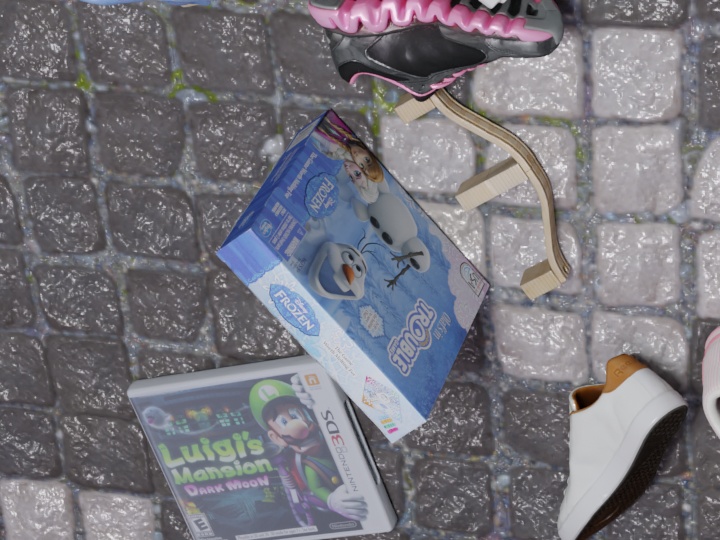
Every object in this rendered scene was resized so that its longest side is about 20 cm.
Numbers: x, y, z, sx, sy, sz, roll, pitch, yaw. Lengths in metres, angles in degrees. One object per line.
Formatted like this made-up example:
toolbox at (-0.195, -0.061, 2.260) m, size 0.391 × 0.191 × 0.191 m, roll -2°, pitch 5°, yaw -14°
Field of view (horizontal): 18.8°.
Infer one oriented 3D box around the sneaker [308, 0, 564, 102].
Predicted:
sneaker at (0.060, -0.170, 1.626) m, size 0.199 × 0.079 × 0.096 m, roll 8°, pitch 127°, yaw 25°

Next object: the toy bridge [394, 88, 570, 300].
toy bridge at (0.106, -0.071, 1.696) m, size 0.067 × 0.027 × 0.200 m, roll -27°, pitch 109°, yaw 29°

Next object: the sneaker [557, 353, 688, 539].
sneaker at (0.200, 0.144, 1.787) m, size 0.085 × 0.073 × 0.200 m, roll 49°, pitch 137°, yaw 25°

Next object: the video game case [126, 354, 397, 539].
video game case at (-0.087, 0.164, 1.920) m, size 0.199 × 0.023 × 0.182 m, roll -9°, pitch 117°, yaw 25°

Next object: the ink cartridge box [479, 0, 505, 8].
ink cartridge box at (0.065, -0.306, 1.527) m, size 0.200 × 0.084 × 0.146 m, roll 37°, pitch 126°, yaw -6°

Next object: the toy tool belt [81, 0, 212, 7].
toy tool belt at (-0.177, -0.240, 1.613) m, size 0.199 × 0.125 × 0.123 m, roll 0°, pitch 147°, yaw -32°

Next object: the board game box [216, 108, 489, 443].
board game box at (0.000, 0.000, 1.673) m, size 0.043 × 0.200 × 0.199 m, roll -34°, pitch 106°, yaw 32°

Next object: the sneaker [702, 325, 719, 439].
sneaker at (0.347, 0.129, 1.688) m, size 0.200 × 0.105 × 0.075 m, roll 34°, pitch 124°, yaw -4°
